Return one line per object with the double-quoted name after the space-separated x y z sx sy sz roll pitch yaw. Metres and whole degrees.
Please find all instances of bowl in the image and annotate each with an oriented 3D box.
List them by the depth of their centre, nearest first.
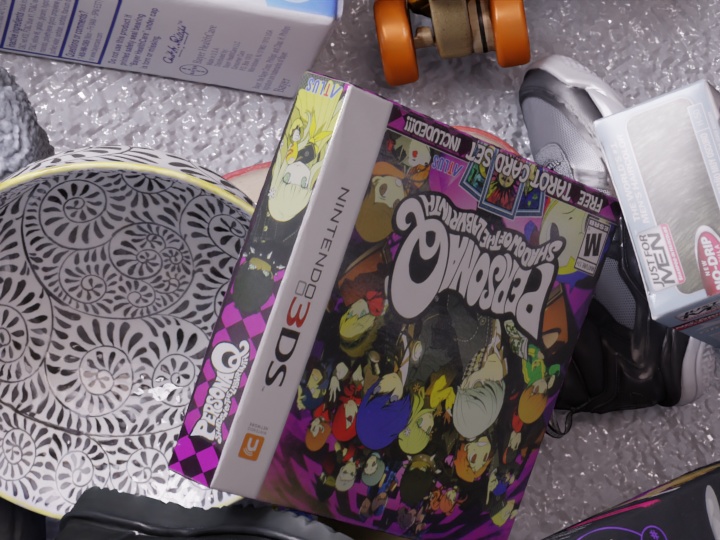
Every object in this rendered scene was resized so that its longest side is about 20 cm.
-0.111 0.012 1.193 0.199 0.202 0.094 12 34 -10 "bowl"

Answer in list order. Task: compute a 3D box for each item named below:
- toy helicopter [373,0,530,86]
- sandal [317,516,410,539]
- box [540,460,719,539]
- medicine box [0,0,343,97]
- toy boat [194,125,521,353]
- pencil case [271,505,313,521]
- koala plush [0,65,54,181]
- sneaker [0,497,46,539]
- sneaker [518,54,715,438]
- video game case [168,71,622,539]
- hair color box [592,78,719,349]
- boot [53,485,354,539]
0.035 -0.201 1.341 0.078 0.201 0.133 -9 50 4 "toy helicopter"
0.036 0.177 1.288 0.069 0.077 0.213 -1 77 -47 "sandal"
0.154 0.169 1.253 0.199 0.106 0.123 -18 84 -37 "box"
-0.110 -0.206 1.350 0.199 0.103 0.183 9 70 -12 "medicine box"
0.000 0.000 1.298 0.198 0.131 0.131 -11 97 4 "toy boat"
-0.099 0.173 1.234 0.199 0.087 0.079 -19 89 -18 "pencil case"
-0.254 -0.013 1.217 0.183 0.177 0.201 27 63 -15 "koala plush"
-0.244 0.112 1.224 0.199 0.086 0.081 6 99 -34 "sneaker"
0.103 -0.012 1.350 0.113 0.075 0.201 -18 79 -21 "sneaker"
0.021 0.026 1.154 0.199 0.036 0.182 20 90 -46 "video game case"
0.178 -0.021 1.269 0.060 0.200 0.100 -20 77 17 "hair color box"
-0.095 0.177 1.108 0.197 0.074 0.163 6 47 35 "boot"
